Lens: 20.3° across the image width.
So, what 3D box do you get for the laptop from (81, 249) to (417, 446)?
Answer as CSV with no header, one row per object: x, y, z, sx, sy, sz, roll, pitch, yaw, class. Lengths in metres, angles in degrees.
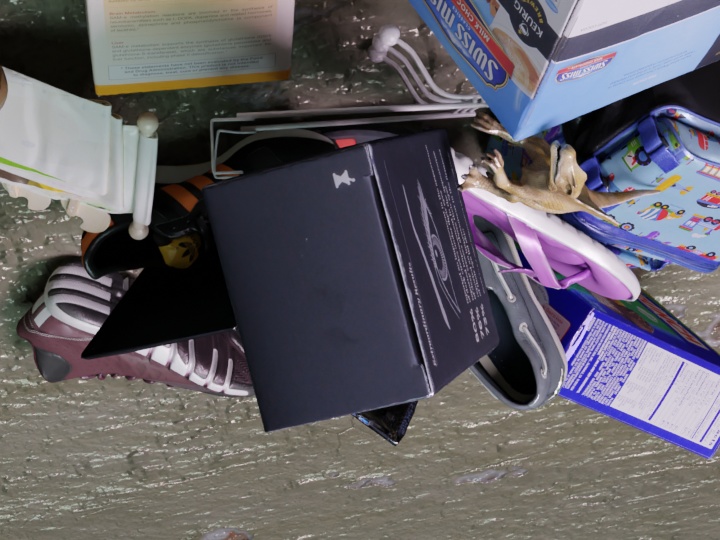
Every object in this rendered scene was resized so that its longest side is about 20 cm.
-0.058,0.044,1.375,0.200,0.177,0.103,36,121,-5,laptop

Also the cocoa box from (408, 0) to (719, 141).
0.146,-0.187,1.150,0.200,0.134,0.131,-23,156,-28,cocoa box

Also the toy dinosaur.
0.117,-0.052,1.222,0.058,0.101,0.200,-63,162,6,toy dinosaur

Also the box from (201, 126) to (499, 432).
0.000,0.000,1.189,0.104,0.148,0.200,-14,-178,16,box

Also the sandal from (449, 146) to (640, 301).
0.097,-0.023,1.337,0.202,0.050,0.082,32,173,-21,sandal

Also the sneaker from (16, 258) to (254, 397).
-0.178,0.061,1.571,0.200,0.076,0.115,27,139,-28,sneaker

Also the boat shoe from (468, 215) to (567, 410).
0.075,0.009,1.380,0.073,0.200,0.062,-31,-175,22,boat shoe

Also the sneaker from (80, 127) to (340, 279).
-0.101,-0.036,1.384,0.200,0.090,0.070,-11,129,20,sneaker

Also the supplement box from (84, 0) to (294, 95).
-0.104,-0.195,1.185,0.126,0.074,0.200,-5,148,-8,supplement box

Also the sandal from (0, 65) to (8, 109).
-0.283,-0.092,1.249,0.200,0.080,0.054,-7,130,40,sandal

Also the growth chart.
-0.221,-0.090,1.303,0.200,0.018,0.145,23,144,-4,growth chart

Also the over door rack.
-0.006,-0.112,1.278,0.199,0.067,0.148,-15,-178,-2,over door rack

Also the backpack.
0.193,-0.069,1.401,0.182,0.135,0.200,20,140,-36,backpack

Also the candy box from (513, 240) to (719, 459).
0.178,0.049,1.533,0.200,0.169,0.077,24,103,-40,candy box

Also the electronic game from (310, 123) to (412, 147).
0.006,-0.024,1.454,0.199,0.042,0.200,4,131,5,electronic game
